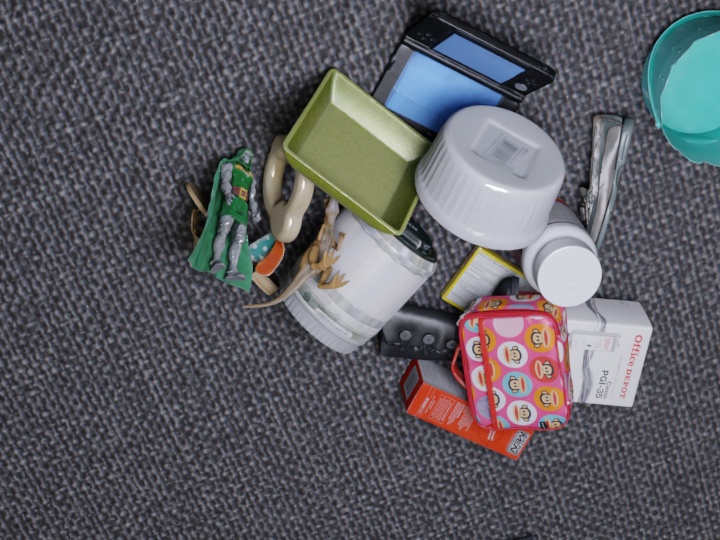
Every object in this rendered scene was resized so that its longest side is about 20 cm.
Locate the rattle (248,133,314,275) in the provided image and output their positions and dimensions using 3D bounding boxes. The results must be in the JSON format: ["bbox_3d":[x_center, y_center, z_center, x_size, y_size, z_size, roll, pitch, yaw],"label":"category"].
[{"bbox_3d":[-0.075,-0.091,1.712,0.142,0.129,0.202,1,94,-47],"label":"rattle"}]

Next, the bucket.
[{"bbox_3d":[0.498,-0.259,1.674,0.205,0.135,0.209,-2,113,-5],"label":"bucket"}]

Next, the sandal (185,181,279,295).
[{"bbox_3d":[-0.208,-0.028,1.741,0.069,0.078,0.212,-37,116,8],"label":"sandal"}]

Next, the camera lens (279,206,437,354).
[{"bbox_3d":[0.000,0.000,1.724,0.160,0.160,0.200,38,105,-18],"label":"camera lens"}]

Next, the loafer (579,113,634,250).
[{"bbox_3d":[0.352,-0.133,1.760,0.062,0.072,0.202,15,105,10],"label":"loafer"}]

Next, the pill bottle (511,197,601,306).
[{"bbox_3d":[0.278,-0.029,1.714,0.108,0.200,0.111,-2,113,-4],"label":"pill bottle"}]

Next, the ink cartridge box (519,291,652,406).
[{"bbox_3d":[0.328,0.119,1.816,0.198,0.083,0.148,5,116,-6],"label":"ink cartridge box"}]

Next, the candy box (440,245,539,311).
[{"bbox_3d":[0.232,0.048,1.836,0.199,0.026,0.103,31,107,-16],"label":"candy box"}]

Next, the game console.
[{"bbox_3d":[0.140,-0.253,1.661,0.199,0.176,0.117,24,80,-14],"label":"game console"}]

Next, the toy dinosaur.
[{"bbox_3d":[-0.068,-0.005,1.648,0.060,0.106,0.201,36,85,-35],"label":"toy dinosaur"}]

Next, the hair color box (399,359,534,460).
[{"bbox_3d":[0.164,0.213,1.859,0.199,0.102,0.062,24,108,-13],"label":"hair color box"}]

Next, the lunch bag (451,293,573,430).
[{"bbox_3d":[0.217,0.134,1.737,0.175,0.082,0.202,-2,114,21],"label":"lunch bag"}]

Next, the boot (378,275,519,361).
[{"bbox_3d":[0.131,0.069,1.800,0.198,0.066,0.166,11,117,3],"label":"boot"}]

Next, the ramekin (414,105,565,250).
[{"bbox_3d":[0.182,-0.134,1.630,0.199,0.202,0.098,14,134,-10],"label":"ramekin"}]

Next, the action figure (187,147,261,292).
[{"bbox_3d":[-0.178,-0.085,1.677,0.054,0.202,0.118,-13,150,34],"label":"action figure"}]

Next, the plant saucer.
[{"bbox_3d":[-0.005,-0.155,1.644,0.199,0.201,0.048,36,135,-10],"label":"plant saucer"}]

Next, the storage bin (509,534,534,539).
[{"bbox_3d":[0.273,0.562,1.992,0.093,0.135,0.202,-14,113,0],"label":"storage bin"}]
